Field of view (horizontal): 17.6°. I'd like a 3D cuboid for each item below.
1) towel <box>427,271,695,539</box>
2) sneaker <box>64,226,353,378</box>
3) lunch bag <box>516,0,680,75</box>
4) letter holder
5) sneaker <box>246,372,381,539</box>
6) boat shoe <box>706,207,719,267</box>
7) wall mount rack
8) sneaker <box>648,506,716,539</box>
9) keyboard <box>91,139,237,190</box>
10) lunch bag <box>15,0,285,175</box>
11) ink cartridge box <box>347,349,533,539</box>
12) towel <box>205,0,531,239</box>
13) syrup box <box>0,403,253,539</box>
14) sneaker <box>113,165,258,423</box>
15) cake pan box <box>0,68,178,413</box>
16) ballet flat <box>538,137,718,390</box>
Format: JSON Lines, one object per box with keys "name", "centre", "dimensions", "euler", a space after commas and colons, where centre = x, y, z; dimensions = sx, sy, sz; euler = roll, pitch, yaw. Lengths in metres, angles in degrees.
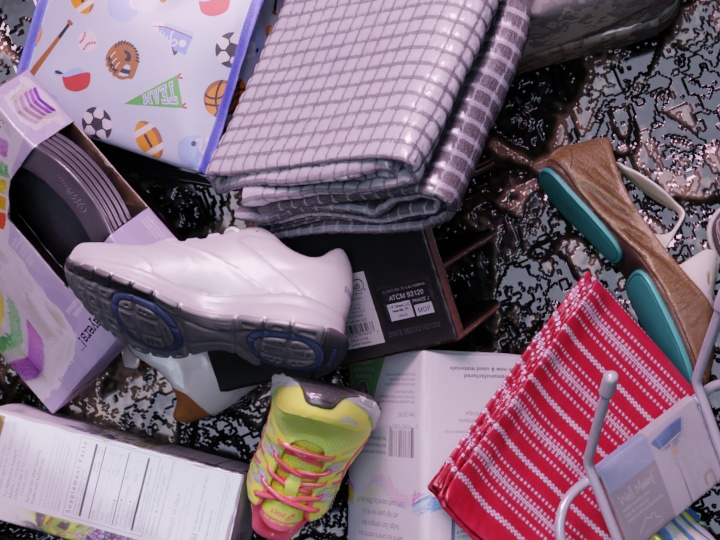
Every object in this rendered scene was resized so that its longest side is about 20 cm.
{"name": "towel", "centre": [0.144, 0.120, 1.567], "dimensions": [0.145, 0.022, 0.200], "euler": [47, 67, -22]}
{"name": "sneaker", "centre": [-0.097, 0.011, 1.536], "dimensions": [0.198, 0.075, 0.088], "euler": [12, 54, 7]}
{"name": "lunch bag", "centre": [0.124, -0.220, 1.614], "dimensions": [0.198, 0.168, 0.141], "euler": [-14, 86, 7]}
{"name": "letter holder", "centre": [0.000, 0.000, 1.625], "dimensions": [0.199, 0.142, 0.101], "euler": [-14, 99, 31]}
{"name": "sneaker", "centre": [-0.039, 0.134, 1.596], "dimensions": [0.078, 0.200, 0.091], "euler": [18, 66, 1]}
{"name": "boat shoe", "centre": [0.326, 0.021, 1.625], "dimensions": [0.201, 0.061, 0.072], "euler": [41, 94, 8]}
{"name": "wall mount rack", "centre": [0.210, 0.114, 1.552], "dimensions": [0.199, 0.074, 0.175], "euler": [-33, 110, -32]}
{"name": "sneaker", "centre": [0.203, 0.162, 1.631], "dimensions": [0.199, 0.076, 0.106], "euler": [21, 90, 10]}
{"name": "keyboard", "centre": [-0.108, -0.127, 1.721], "dimensions": [0.198, 0.021, 0.128], "euler": [10, 90, 8]}
{"name": "lunch bag", "centre": [-0.136, -0.186, 1.657], "dimensions": [0.169, 0.124, 0.202], "euler": [17, 98, 11]}
{"name": "ink cartridge box", "centre": [0.052, 0.157, 1.612], "dimensions": [0.087, 0.145, 0.202], "euler": [4, 86, -22]}
{"name": "towel", "centre": [0.007, -0.105, 1.525], "dimensions": [0.199, 0.086, 0.166], "euler": [-6, 53, 46]}
{"name": "syrup box", "centre": [-0.178, 0.159, 1.688], "dimensions": [0.198, 0.079, 0.082], "euler": [13, 90, 9]}
{"name": "sneaker", "centre": [-0.158, 0.020, 1.695], "dimensions": [0.084, 0.073, 0.201], "euler": [-35, 78, 15]}
{"name": "cake pan box", "centre": [-0.224, -0.019, 1.647], "dimensions": [0.184, 0.052, 0.200], "euler": [48, 137, 1]}
{"name": "ballet flat", "centre": [0.208, -0.013, 1.652], "dimensions": [0.072, 0.068, 0.201], "euler": [-32, 79, -14]}
